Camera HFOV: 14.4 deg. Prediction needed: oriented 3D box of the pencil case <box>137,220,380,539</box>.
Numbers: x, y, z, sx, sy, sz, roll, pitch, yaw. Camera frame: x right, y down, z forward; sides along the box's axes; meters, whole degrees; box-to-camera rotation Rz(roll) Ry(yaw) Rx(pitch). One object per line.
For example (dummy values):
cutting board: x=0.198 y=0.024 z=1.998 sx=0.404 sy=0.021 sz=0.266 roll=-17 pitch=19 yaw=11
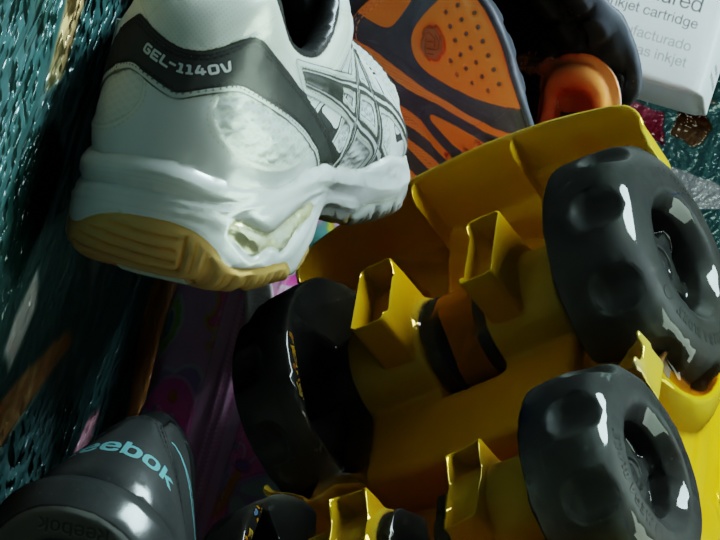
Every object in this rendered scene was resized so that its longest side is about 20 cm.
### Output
pencil case: x=-0.040 y=0.064 z=0.903 sx=0.087 sy=0.087 sz=0.200 roll=64 pitch=43 yaw=-80

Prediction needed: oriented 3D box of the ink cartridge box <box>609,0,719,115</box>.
ink cartridge box: x=0.095 y=-0.178 z=1.121 sx=0.083 sy=0.147 sz=0.200 roll=18 pitch=88 yaw=-82

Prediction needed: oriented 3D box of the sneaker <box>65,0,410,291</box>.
sneaker: x=-0.021 y=-0.058 z=0.786 sx=0.200 sy=0.076 sz=0.088 roll=-59 pitch=160 yaw=-74

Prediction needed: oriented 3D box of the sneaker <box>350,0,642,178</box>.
sneaker: x=0.039 y=-0.030 z=0.955 sx=0.078 sy=0.112 sz=0.200 roll=-32 pitch=121 yaw=-34

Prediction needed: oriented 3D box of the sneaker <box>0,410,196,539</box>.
sneaker: x=-0.076 y=0.131 z=0.817 sx=0.079 sy=0.075 sz=0.200 roll=-66 pitch=171 yaw=-60

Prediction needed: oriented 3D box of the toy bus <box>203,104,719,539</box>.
toy bus: x=0.061 y=0.086 z=0.808 sx=0.192 sy=0.136 sz=0.200 roll=52 pitch=30 yaw=-29
